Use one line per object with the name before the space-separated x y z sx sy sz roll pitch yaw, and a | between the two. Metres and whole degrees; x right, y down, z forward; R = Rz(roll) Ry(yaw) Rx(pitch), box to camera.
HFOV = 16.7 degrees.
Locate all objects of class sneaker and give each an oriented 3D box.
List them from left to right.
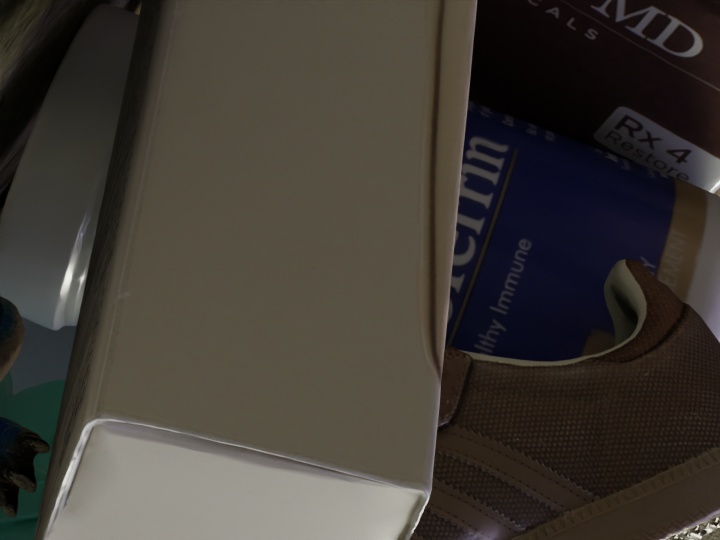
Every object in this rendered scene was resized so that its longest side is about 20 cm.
sneaker | 0.007 0.061 0.619 0.199 0.076 0.070 -20 164 -20

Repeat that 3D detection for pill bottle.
pill bottle | 0.000 0.000 0.715 0.116 0.199 0.116 -160 -90 -89

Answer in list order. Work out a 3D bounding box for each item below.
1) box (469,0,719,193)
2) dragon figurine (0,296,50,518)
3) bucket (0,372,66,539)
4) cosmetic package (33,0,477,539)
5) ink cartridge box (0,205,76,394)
box | 0.060 -0.114 0.785 0.165 0.166 0.200 -63 -174 -31
dragon figurine | -0.127 0.053 0.535 0.059 0.099 0.200 -54 -159 44
bucket | -0.115 0.140 0.682 0.207 0.207 0.135 -52 180 43
cosmetic package | -0.022 -0.016 0.565 0.104 0.073 0.201 115 -15 -53
ink cartridge box | -0.136 0.066 0.882 0.144 0.084 0.200 -54 -178 -24
